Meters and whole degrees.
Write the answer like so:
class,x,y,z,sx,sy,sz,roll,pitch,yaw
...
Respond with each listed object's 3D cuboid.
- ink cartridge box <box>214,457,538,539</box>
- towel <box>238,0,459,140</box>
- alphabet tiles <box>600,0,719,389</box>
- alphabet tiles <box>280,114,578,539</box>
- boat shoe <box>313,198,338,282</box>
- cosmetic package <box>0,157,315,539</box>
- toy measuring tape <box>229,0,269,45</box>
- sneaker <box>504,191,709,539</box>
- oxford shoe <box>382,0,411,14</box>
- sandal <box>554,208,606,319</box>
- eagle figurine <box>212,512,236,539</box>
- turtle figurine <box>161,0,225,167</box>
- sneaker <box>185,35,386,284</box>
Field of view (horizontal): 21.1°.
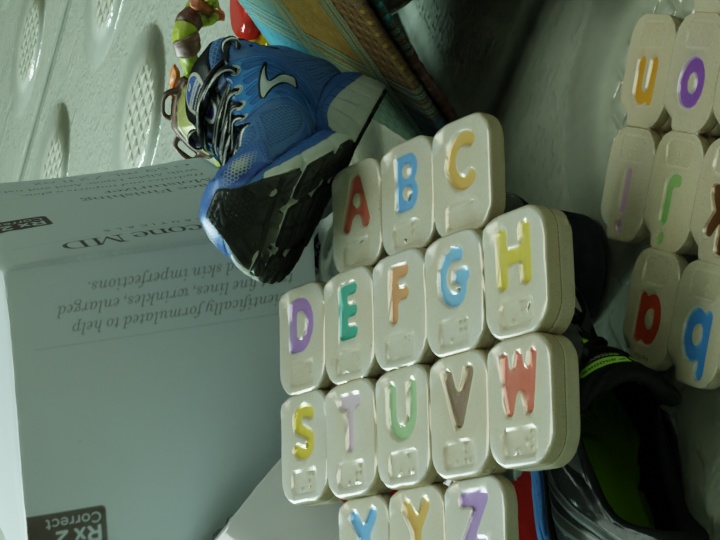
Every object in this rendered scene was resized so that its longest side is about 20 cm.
class,x,y,z,sx,sy,sz,roll,pitch,yaw
ink cartridge box,0.010,0.143,0.871,0.160,0.050,0.201,33,113,28
towel,-0.018,-0.131,1.031,0.022,0.147,0.200,-44,39,-8
alphabet tiles,0.151,-0.051,0.757,0.200,0.014,0.197,-160,79,-68
alphabet tiles,0.022,0.041,0.804,0.200,0.015,0.197,-19,68,55
boat shoe,0.000,0.000,1.005,0.200,0.065,0.074,-110,40,-72
cosmetic package,-0.127,0.044,1.041,0.200,0.164,0.166,-149,53,-64
toy measuring tape,-0.057,-0.198,1.257,0.074,0.073,0.201,118,147,-41
sneaker,0.092,0.047,0.790,0.083,0.070,0.201,-55,46,46
oxford shoe,0.008,-0.171,1.077,0.058,0.075,0.200,61,160,-5
sandal,0.054,0.042,0.933,0.076,0.043,0.201,-102,29,-41
eagle figurine,-0.031,0.211,0.987,0.200,0.151,0.152,128,165,-60
turtle figurine,-0.100,-0.113,1.277,0.161,0.064,0.202,-147,44,-73
sneaker,-0.050,-0.059,0.917,0.079,0.089,0.200,-63,1,21
